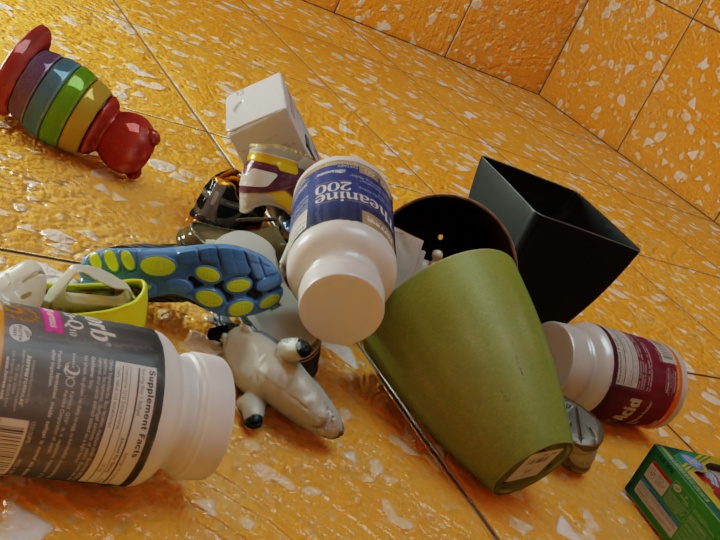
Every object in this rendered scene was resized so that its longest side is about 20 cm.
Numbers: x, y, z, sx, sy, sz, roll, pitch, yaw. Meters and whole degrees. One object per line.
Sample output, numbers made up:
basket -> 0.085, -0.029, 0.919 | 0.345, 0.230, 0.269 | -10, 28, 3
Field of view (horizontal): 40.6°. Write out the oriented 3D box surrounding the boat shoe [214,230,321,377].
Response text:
boat shoe -> -0.102, 0.037, 1.024 | 0.070, 0.064, 0.201 | -22, 48, -17

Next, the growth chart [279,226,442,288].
growth chart -> 0.000, 0.000, 1.114 | 0.198, 0.146, 0.018 | 29, -1, -18

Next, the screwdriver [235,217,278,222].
screwdriver -> -0.060, -0.066, 1.179 | 0.197, 0.028, 0.029 | 1, 50, -26

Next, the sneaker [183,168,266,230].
sneaker -> -0.158, -0.093, 1.237 | 0.077, 0.078, 0.200 | 25, 19, 0

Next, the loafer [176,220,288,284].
loafer -> -0.116, -0.022, 1.133 | 0.198, 0.068, 0.076 | 18, 22, -25

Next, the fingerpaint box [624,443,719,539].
fingerpaint box -> 0.411, 0.288, 1.049 | 0.165, 0.074, 0.201 | 16, 23, -27

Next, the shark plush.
shark plush -> -0.097, 0.100, 0.932 | 0.199, 0.092, 0.083 | 19, -11, 45

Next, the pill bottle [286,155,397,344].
pill bottle -> -0.019, -0.021, 0.980 | 0.110, 0.112, 0.201 | 21, 32, -15

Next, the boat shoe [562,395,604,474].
boat shoe -> 0.185, 0.157, 1.114 | 0.073, 0.063, 0.199 | -26, 49, -33

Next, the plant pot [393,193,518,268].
plant pot -> 0.090, -0.011, 1.249 | 0.185, 0.189, 0.200 | 24, 6, -7

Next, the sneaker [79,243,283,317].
sneaker -> -0.174, 0.001, 0.960 | 0.196, 0.072, 0.083 | 4, 12, -5

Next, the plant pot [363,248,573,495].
plant pot -> 0.126, 0.116, 0.990 | 0.185, 0.188, 0.201 | 6, 44, -43

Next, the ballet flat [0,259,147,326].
ballet flat -> -0.269, 0.024, 0.836 | 0.198, 0.068, 0.067 | 6, 30, -44

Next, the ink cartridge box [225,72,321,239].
ink cartridge box -> -0.093, -0.130, 1.247 | 0.148, 0.085, 0.202 | -106, 172, -61

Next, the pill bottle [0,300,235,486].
pill bottle -> -0.197, 0.092, 0.695 | 0.198, 0.117, 0.117 | 14, 24, -32

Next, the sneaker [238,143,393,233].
sneaker -> -0.053, -0.082, 1.142 | 0.198, 0.091, 0.075 | 16, -1, -30

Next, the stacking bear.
stacking bear -> -0.346, -0.194, 1.209 | 0.198, 0.122, 0.114 | 32, 17, -10

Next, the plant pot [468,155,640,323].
plant pot -> 0.253, -0.028, 1.450 | 0.197, 0.179, 0.201 | 16, 24, -27

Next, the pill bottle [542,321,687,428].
pill bottle -> 0.309, 0.131, 1.234 | 0.198, 0.115, 0.114 | 15, 24, -29
